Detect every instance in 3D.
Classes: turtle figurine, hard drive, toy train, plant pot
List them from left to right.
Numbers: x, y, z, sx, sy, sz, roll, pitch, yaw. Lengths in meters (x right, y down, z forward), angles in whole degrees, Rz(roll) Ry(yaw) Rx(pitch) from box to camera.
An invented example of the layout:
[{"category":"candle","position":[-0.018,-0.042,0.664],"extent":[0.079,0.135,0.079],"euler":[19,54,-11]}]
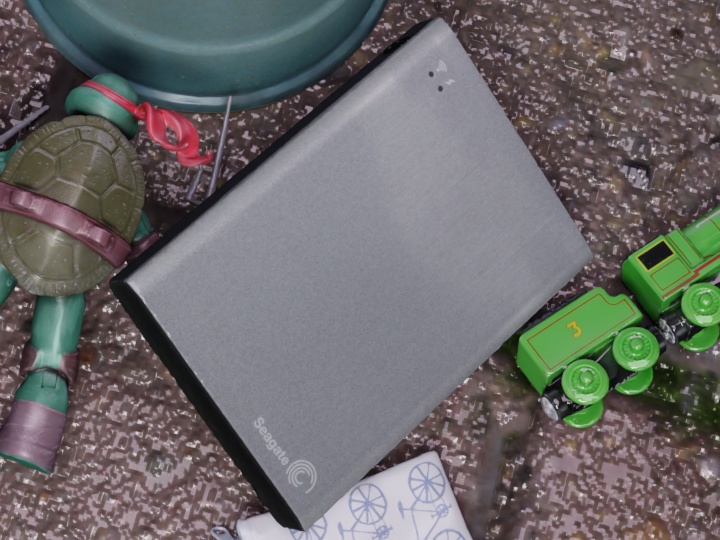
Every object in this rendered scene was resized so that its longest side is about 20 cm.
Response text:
[{"category":"turtle figurine","position":[-0.141,-0.018,0.911],"extent":[0.149,0.101,0.201],"euler":[24,77,2]},{"category":"plant pot","position":[-0.070,-0.203,0.921],"extent":[0.198,0.196,0.202],"euler":[1,72,-4]},{"category":"hard drive","position":[0.000,0.000,0.911],"extent":[0.200,0.033,0.140],"euler":[-41,107,-23]},{"category":"toy train","position":[0.161,0.005,0.962],"extent":[0.199,0.042,0.057],"euler":[-32,67,-14]}]

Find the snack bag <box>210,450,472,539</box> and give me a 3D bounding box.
[{"category":"snack bag","position":[-0.024,0.198,0.889],"extent":[0.198,0.021,0.190],"euler":[-17,75,-11]}]
